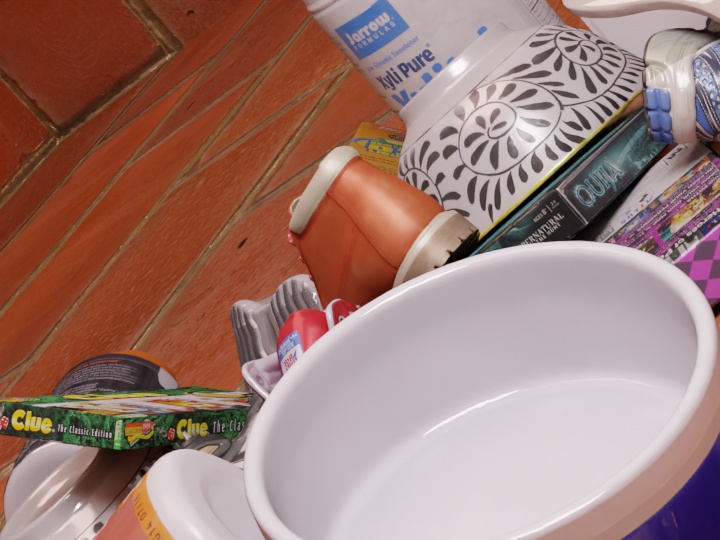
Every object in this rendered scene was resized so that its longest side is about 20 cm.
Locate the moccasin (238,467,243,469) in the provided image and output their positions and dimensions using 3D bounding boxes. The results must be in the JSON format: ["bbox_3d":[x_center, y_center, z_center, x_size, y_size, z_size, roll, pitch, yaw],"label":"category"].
[{"bbox_3d":[-0.112,0.183,1.303,0.200,0.068,0.080,-54,18,5],"label":"moccasin"}]

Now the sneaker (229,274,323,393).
[{"bbox_3d":[-0.030,0.045,1.639,0.082,0.075,0.200,-11,-5,-23],"label":"sneaker"}]

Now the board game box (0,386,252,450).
[{"bbox_3d":[-0.118,0.086,1.440,0.105,0.023,0.200,1,1,33],"label":"board game box"}]

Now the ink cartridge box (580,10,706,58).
[{"bbox_3d":[0.227,-0.224,1.673,0.145,0.084,0.200,-37,13,21],"label":"ink cartridge box"}]

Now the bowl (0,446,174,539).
[{"bbox_3d":[-0.152,0.164,1.467,0.201,0.094,0.201,-41,12,11],"label":"bowl"}]

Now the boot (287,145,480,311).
[{"bbox_3d":[0.000,0.000,1.477,0.075,0.107,0.200,-48,-11,-31],"label":"boot"}]

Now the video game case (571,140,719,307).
[{"bbox_3d":[0.122,0.018,1.273,0.200,0.036,0.181,-41,11,6],"label":"video game case"}]

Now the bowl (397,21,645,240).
[{"bbox_3d":[0.087,-0.094,1.551,0.201,0.094,0.201,-42,-1,0],"label":"bowl"}]

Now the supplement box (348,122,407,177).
[{"bbox_3d":[0.013,-0.050,1.704,0.200,0.066,0.069,-71,-6,-76],"label":"supplement box"}]

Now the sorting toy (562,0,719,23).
[{"bbox_3d":[0.206,-0.174,1.306,0.180,0.107,0.200,-12,13,30],"label":"sorting toy"}]

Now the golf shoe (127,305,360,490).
[{"bbox_3d":[-0.033,0.104,1.377,0.200,0.094,0.078,-42,-24,-12],"label":"golf shoe"}]

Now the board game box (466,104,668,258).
[{"bbox_3d":[0.121,-0.042,1.396,0.135,0.028,0.200,-41,0,40],"label":"board game box"}]

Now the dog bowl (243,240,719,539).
[{"bbox_3d":[0.058,0.078,0.991,0.200,0.079,0.200,-18,31,11],"label":"dog bowl"}]

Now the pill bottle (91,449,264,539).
[{"bbox_3d":[-0.111,0.193,1.185,0.200,0.112,0.112,-50,10,14],"label":"pill bottle"}]

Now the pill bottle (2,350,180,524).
[{"bbox_3d":[-0.172,0.122,1.671,0.106,0.106,0.200,-38,13,17],"label":"pill bottle"}]

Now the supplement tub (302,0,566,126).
[{"bbox_3d":[0.063,-0.161,1.690,0.132,0.200,0.132,-40,12,11],"label":"supplement tub"}]

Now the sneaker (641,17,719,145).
[{"bbox_3d":[0.224,-0.106,1.324,0.085,0.077,0.200,5,21,28],"label":"sneaker"}]

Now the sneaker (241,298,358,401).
[{"bbox_3d":[-0.014,0.089,1.268,0.071,0.113,0.200,-35,15,22],"label":"sneaker"}]
